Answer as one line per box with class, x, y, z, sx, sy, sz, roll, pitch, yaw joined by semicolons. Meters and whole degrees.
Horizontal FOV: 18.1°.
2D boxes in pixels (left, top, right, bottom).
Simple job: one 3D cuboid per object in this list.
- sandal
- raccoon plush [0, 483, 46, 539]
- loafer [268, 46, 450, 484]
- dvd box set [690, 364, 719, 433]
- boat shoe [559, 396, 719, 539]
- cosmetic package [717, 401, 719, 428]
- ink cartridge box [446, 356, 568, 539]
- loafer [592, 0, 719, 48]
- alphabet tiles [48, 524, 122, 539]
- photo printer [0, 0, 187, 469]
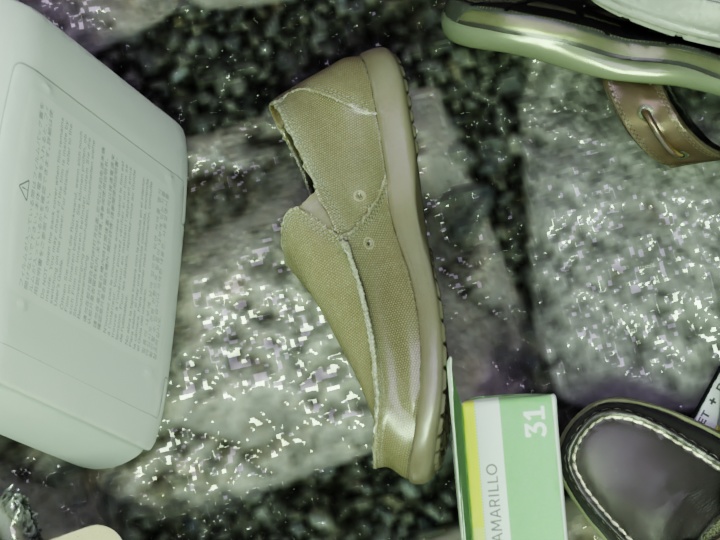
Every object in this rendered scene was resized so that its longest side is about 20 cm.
sandal;0.131;-0.080;1.024;0.200;0.080;0.058;16;104;7
raccoon plush;-0.112;0.182;0.968;0.199;0.097;0.135;26;61;-23
loafer;0.000;0.000;1.001;0.067;0.076;0.201;-8;68;1
dvd box set;0.236;0.106;0.988;0.199;0.029;0.147;30;79;8
boat shoe;0.167;0.122;0.937;0.200;0.065;0.073;36;89;9
cosmetic package;0.200;-0.027;0.948;0.082;0.051;0.201;5;96;0
ink cartridge box;0.062;0.120;0.901;0.048;0.200;0.147;-4;76;0
loafer;0.198;-0.132;0.998;0.199;0.070;0.070;8;111;7
alphabet tiles;-0.109;0.208;0.892;0.195;0.015;0.201;-17;86;-33
photo printer;-0.142;-0.016;0.938;0.069;0.200;0.168;0;76;19
